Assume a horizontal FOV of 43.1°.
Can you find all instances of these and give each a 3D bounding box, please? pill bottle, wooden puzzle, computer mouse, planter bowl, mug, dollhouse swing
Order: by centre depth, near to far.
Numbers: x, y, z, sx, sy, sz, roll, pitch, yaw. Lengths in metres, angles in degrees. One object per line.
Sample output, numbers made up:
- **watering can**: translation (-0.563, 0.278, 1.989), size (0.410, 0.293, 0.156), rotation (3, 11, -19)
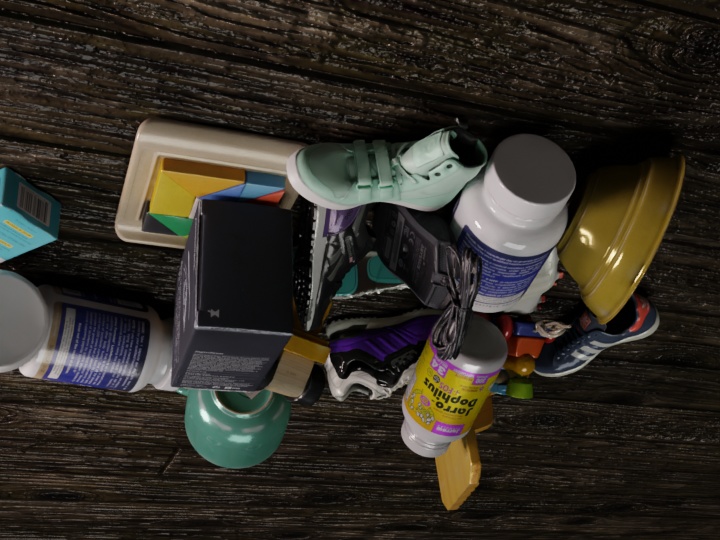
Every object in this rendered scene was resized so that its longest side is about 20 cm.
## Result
- **wooden puzzle**: translation (-0.162, -0.077, 0.984), size (0.183, 0.038, 0.200), rotation (7, 147, -19)
- **planter bowl**: translation (0.268, -0.050, 0.994), size (0.083, 0.201, 0.201), rotation (24, 148, 4)
- **pill bottle**: translation (0.158, -0.051, 0.997), size (0.118, 0.121, 0.201), rotation (1, 150, -11)
- **computer mouse**: translation (0.078, -0.010, 1.000), size (0.052, 0.200, 0.140), rotation (-9, 129, -27)
- **pill bottle**: translation (-0.441, 0.064, 1.063), size (0.112, 0.114, 0.199), rotation (15, 166, -30)
- **pill bottle**: translation (-0.323, 0.092, 1.165), size (0.198, 0.117, 0.116), rotation (14, 144, -29)
- **pill bottle**: translation (0.118, 0.159, 1.230), size (0.103, 0.105, 0.201), rotation (5, 128, -18)
- **mug**: translation (-0.191, 0.194, 1.322), size (0.183, 0.153, 0.115), rotation (3, 146, -14)
- **dollhouse swing**: translation (0.193, 0.239, 1.392), size (0.180, 0.177, 0.201), rotation (-15, 152, -20)

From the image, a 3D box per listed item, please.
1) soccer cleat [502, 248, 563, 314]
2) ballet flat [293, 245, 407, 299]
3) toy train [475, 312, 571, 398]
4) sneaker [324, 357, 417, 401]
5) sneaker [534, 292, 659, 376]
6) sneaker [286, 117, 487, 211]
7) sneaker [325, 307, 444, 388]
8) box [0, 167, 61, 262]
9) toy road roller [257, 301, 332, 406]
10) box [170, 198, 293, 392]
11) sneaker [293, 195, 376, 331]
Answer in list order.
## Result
- **soccer cleat**: translation (0.204, 0.006, 1.153), size (0.077, 0.070, 0.201), rotation (-5, 153, -5)
- **ballet flat**: translation (0.000, 0.000, 1.119), size (0.198, 0.072, 0.072), rotation (1, 149, -7)
- **toy train**: translation (0.220, 0.119, 1.223), size (0.084, 0.117, 0.200), rotation (5, -178, -18)
- **sneaker**: translation (0.045, 0.153, 1.364), size (0.198, 0.082, 0.075), rotation (-5, 148, -4)
- **sneaker**: translation (0.322, 0.085, 1.303), size (0.199, 0.076, 0.084), rotation (-31, 144, 20)
- **sneaker**: translation (0.031, -0.115, 0.912), size (0.199, 0.074, 0.118), rotation (1, 157, -30)
- **sneaker**: translation (0.053, 0.116, 1.278), size (0.198, 0.100, 0.070), rotation (-7, 152, 4)
- **box**: translation (-0.430, -0.040, 0.989), size (0.198, 0.050, 0.082), rotation (-19, 147, 21)
- **toy road roller**: translation (-0.120, 0.080, 1.205), size (0.122, 0.147, 0.199), rotation (25, 175, -41)
- **box**: translation (-0.146, 0.035, 1.011), size (0.103, 0.150, 0.200), rotation (6, 155, -17)
- **sneaker**: translation (-0.025, -0.015, 1.026), size (0.087, 0.076, 0.202), rotation (-3, 127, -19)
